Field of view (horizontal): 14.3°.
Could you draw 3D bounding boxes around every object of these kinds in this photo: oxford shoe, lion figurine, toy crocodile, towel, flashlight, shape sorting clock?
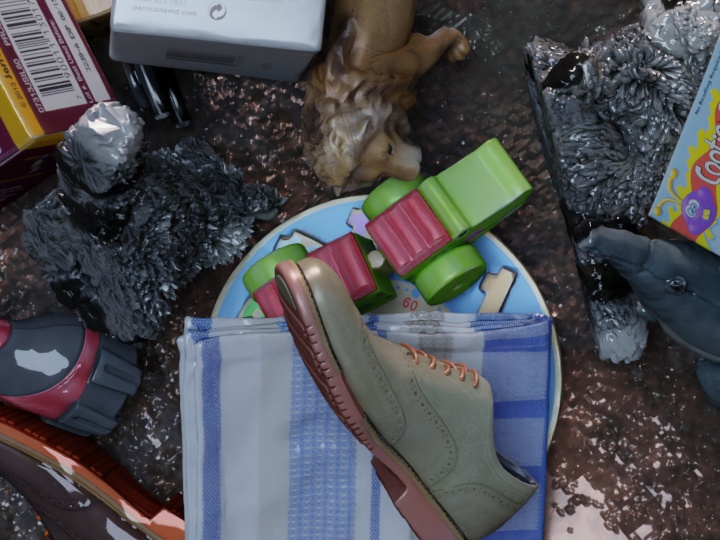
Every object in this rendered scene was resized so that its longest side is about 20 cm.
[{"bbox_3d":[0.022,0.059,1.444,0.074,0.071,0.200,-33,125,0],"label":"oxford shoe"},{"bbox_3d":[0.013,-0.145,1.488,0.072,0.122,0.200,11,112,28],"label":"lion figurine"},{"bbox_3d":[0.000,0.000,1.508,0.200,0.062,0.068,-32,76,9],"label":"toy crocodile"},{"bbox_3d":[0.002,0.091,1.498,0.200,0.024,0.147,-2,111,-9],"label":"towel"},{"bbox_3d":[-0.213,0.027,1.525,0.200,0.068,0.068,26,76,-30],"label":"flashlight"},{"bbox_3d":[0.010,0.058,1.551,0.200,0.039,0.200,-1,87,11],"label":"shape sorting clock"},{"bbox_3d":[-0.154,0.135,1.563,0.200,0.071,0.073,31,98,10],"label":"oxford shoe"}]

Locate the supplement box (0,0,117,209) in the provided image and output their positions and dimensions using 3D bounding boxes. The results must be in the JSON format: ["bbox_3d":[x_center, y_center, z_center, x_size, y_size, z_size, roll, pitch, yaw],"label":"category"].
[{"bbox_3d":[-0.239,-0.077,1.543,0.200,0.086,0.110,-31,82,33],"label":"supplement box"}]

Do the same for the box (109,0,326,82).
[{"bbox_3d":[-0.067,-0.207,1.467,0.106,0.152,0.200,6,88,-5],"label":"box"}]

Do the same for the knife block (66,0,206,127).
[{"bbox_3d":[-0.172,-0.156,1.582,0.200,0.064,0.176,26,91,10],"label":"knife block"}]

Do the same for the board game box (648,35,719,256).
[{"bbox_3d":[0.261,-0.030,1.402,0.200,0.103,0.105,32,112,32],"label":"board game box"}]

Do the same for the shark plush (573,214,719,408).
[{"bbox_3d":[0.188,0.009,1.443,0.091,0.200,0.083,-50,36,-3],"label":"shark plush"}]

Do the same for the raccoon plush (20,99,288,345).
[{"bbox_3d":[-0.092,-0.045,1.498,0.097,0.200,0.134,47,61,5],"label":"raccoon plush"}]

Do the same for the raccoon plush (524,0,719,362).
[{"bbox_3d":[0.167,-0.065,1.514,0.134,0.097,0.200,-14,110,-2],"label":"raccoon plush"}]
